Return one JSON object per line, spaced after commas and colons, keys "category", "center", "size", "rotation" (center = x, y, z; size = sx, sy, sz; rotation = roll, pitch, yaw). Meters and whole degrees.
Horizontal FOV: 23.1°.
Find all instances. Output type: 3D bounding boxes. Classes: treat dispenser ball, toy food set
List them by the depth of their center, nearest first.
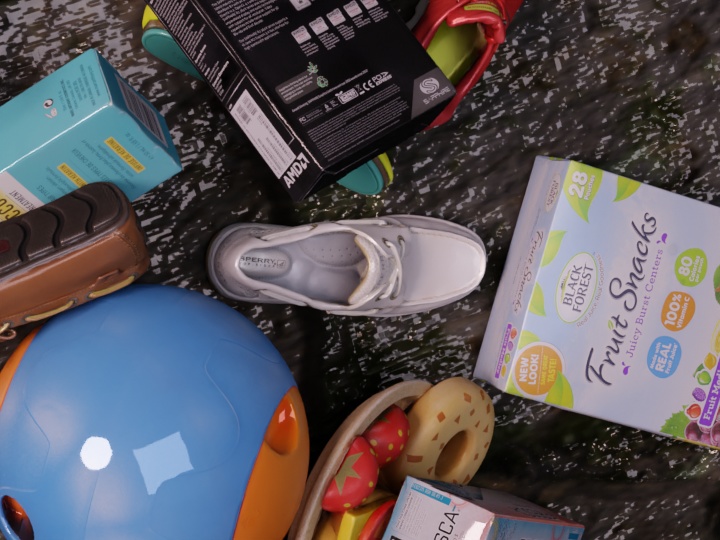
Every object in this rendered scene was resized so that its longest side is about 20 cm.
{"category": "treat dispenser ball", "center": [-0.131, 0.109, 1.081], "size": [0.200, 0.201, 0.201], "rotation": [-2, 97, -19]}
{"category": "toy food set", "center": [0.016, 0.168, 1.169], "size": [0.200, 0.049, 0.198], "rotation": [-7, 114, -60]}

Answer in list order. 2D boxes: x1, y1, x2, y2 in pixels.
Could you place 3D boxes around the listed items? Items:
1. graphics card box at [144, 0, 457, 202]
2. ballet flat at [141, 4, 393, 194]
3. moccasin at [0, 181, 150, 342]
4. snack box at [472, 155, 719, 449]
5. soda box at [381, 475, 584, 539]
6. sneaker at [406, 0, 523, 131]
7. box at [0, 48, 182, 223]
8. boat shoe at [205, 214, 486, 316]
{"category": "graphics card box", "center": [-0.046, -0.154, 1.106], "size": [0.125, 0.051, 0.200], "rotation": [-33, 81, -35]}
{"category": "ballet flat", "center": [-0.050, -0.129, 1.160], "size": [0.200, 0.067, 0.067], "rotation": [33, 63, -17]}
{"category": "moccasin", "center": [-0.221, 0.014, 1.028], "size": [0.201, 0.074, 0.078], "rotation": [-25, 136, -13]}
{"category": "snack box", "center": [0.200, 0.026, 1.257], "size": [0.200, 0.068, 0.169], "rotation": [15, 92, -18]}
{"category": "soda box", "center": [0.083, 0.182, 1.173], "size": [0.068, 0.200, 0.064], "rotation": [21, 88, 25]}
{"category": "sneaker", "center": [0.081, -0.176, 1.184], "size": [0.077, 0.085, 0.200], "rotation": [29, 87, -21]}
{"category": "box", "center": [-0.214, -0.045, 1.054], "size": [0.200, 0.049, 0.082], "rotation": [-31, 143, 10]}
{"category": "boat shoe", "center": [0.000, 0.000, 1.184], "size": [0.200, 0.069, 0.071], "rotation": [-3, 95, -19]}
